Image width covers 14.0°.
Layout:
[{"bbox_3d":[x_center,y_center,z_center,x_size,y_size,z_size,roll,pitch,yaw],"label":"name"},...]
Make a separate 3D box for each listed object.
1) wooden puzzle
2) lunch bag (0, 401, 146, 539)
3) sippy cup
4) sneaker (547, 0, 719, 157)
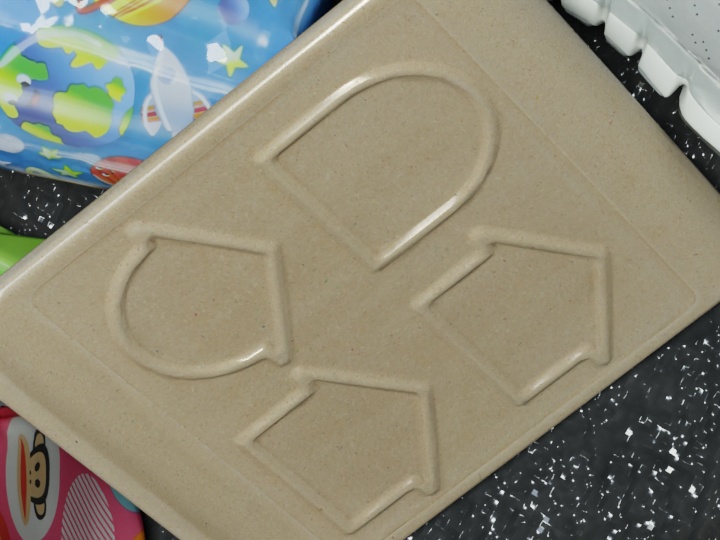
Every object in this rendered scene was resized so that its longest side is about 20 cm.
[{"bbox_3d":[0.000,0.000,0.922,0.200,0.185,0.046,-41,40,8],"label":"wooden puzzle"},{"bbox_3d":[-0.124,0.138,0.927,0.082,0.176,0.201,-4,89,13],"label":"lunch bag"},{"bbox_3d":[-0.080,-0.083,0.945,0.130,0.178,0.140,18,63,1],"label":"sippy cup"},{"bbox_3d":[0.101,-0.124,0.907,0.200,0.075,0.116,38,130,1],"label":"sneaker"}]
